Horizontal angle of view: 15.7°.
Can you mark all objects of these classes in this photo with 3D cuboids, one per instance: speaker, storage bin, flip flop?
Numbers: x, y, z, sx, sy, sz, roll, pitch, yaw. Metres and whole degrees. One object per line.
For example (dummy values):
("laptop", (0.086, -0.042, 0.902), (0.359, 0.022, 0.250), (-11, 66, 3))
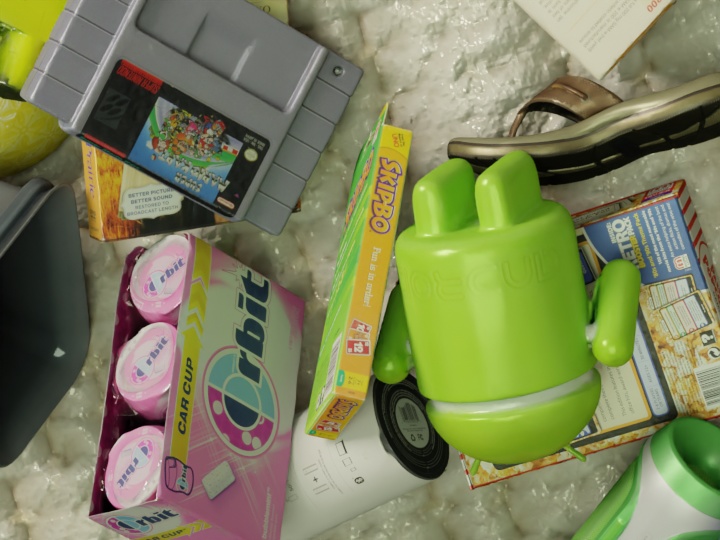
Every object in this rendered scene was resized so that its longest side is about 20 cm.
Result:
("speaker", (-0.041, 0.139, 1.742), (0.199, 0.081, 0.082), (-29, 96, 31))
("speaker", (0.178, 0.190, 1.705), (0.088, 0.088, 0.201), (36, 121, 2))
("storage bin", (-0.277, 0.021, 1.734), (0.134, 0.146, 0.201), (22, 144, 18))
("flip flop", (0.151, -0.100, 1.666), (0.199, 0.081, 0.058), (-16, 73, 19))

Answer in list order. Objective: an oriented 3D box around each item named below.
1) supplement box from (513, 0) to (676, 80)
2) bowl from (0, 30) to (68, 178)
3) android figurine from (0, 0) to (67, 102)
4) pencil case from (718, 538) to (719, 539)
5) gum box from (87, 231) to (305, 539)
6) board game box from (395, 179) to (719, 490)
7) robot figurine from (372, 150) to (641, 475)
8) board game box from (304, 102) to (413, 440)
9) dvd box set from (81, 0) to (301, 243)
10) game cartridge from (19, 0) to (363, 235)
("supplement box", (0.124, -0.236, 1.632), (0.200, 0.074, 0.126), (44, 109, 0))
("bowl", (-0.285, -0.145, 1.735), (0.198, 0.108, 0.202), (3, 105, 12))
("android figurine", (-0.221, -0.217, 1.679), (0.181, 0.041, 0.201), (27, 74, -30))
("pencil case", (0.266, 0.194, 1.645), (0.086, 0.200, 0.079), (19, 94, 18))
("gum box", (-0.103, 0.083, 1.691), (0.066, 0.201, 0.113), (-18, 144, 37))
("board game box", (0.142, 0.043, 1.713), (0.199, 0.046, 0.153), (-17, 100, 17))
("robot figurine", (0.087, 0.031, 1.636), (0.174, 0.116, 0.202), (-7, 103, 22))
("board game box", (0.000, 0.000, 1.666), (0.030, 0.096, 0.202), (11, 69, -9))
("dvd box set", (-0.114, -0.127, 1.699), (0.145, 0.029, 0.202), (-9, 104, -23))
("game cartridge", (-0.106, -0.118, 1.670), (0.199, 0.038, 0.130), (28, 84, -28))
